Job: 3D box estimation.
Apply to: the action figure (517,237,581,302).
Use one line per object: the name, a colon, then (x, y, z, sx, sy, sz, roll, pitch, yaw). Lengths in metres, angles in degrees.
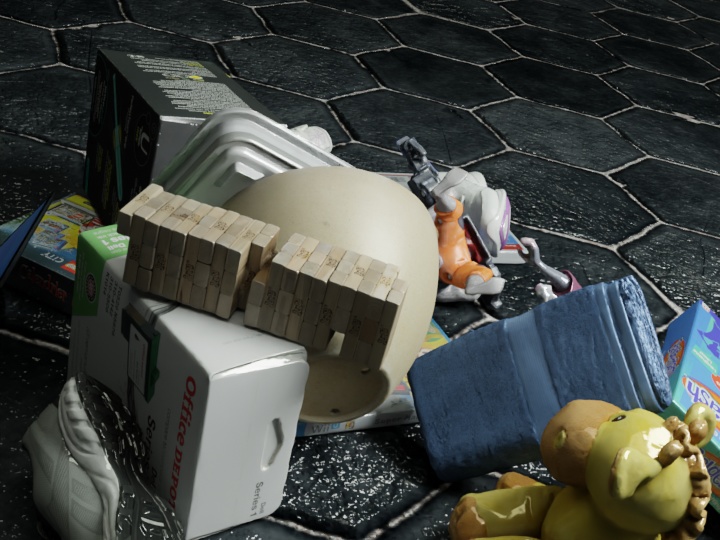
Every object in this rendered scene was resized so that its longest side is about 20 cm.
action figure: (0.190, 0.065, 0.955, 0.146, 0.136, 0.201, 16, 31, 6)

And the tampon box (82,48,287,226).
tampon box: (-0.174, -0.105, 1.017, 0.124, 0.152, 0.200, 0, 27, -30)

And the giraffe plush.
giraffe plush: (0.166, 0.163, 0.729, 0.196, 0.165, 0.173, 16, 28, 9)

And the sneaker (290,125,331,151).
sneaker: (-0.083, -0.127, 1.145, 0.075, 0.099, 0.200, 53, 3, 1)

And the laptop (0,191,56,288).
laptop: (-0.370, 0.001, 0.872, 0.196, 0.105, 0.178, 10, 27, -5)

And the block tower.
block tower: (-0.068, 0.003, 0.732, 0.197, 0.059, 0.054, 20, 27, 6)

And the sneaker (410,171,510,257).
sneaker: (0.107, -0.063, 1.184, 0.098, 0.076, 0.200, 3, 14, -10)

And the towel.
towel: (0.136, 0.088, 0.831, 0.048, 0.198, 0.114, 24, 49, -56)

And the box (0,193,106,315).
box: (-0.238, -0.004, 1.005, 0.197, 0.038, 0.136, 23, 29, 18)

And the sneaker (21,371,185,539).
sneaker: (-0.171, 0.165, 0.702, 0.074, 0.079, 0.201, 41, 13, -51)

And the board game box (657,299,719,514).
board game box: (0.319, 0.129, 0.919, 0.152, 0.045, 0.200, 45, 33, 0)

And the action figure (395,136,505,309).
action figure: (0.068, -0.037, 1.068, 0.104, 0.194, 0.202, -30, 84, -13)

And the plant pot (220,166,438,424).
plant pot: (-0.027, 0.038, 0.840, 0.196, 0.202, 0.136, 4, 48, -15)

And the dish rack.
dish rack: (-0.098, -0.030, 0.887, 0.170, 0.199, 0.044, 26, 39, -34)

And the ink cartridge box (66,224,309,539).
ink cartridge box: (-0.135, 0.074, 0.787, 0.083, 0.148, 0.199, -11, 35, -37)

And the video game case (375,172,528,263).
video game case: (0.096, -0.065, 1.280, 0.140, 0.018, 0.201, 1, 30, -22)

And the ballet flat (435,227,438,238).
ballet flat: (0.000, 0.000, 0.972, 0.071, 0.199, 0.069, 15, 54, -33)

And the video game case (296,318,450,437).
video game case: (0.006, 0.089, 0.958, 0.197, 0.018, 0.143, -3, 32, -26)
